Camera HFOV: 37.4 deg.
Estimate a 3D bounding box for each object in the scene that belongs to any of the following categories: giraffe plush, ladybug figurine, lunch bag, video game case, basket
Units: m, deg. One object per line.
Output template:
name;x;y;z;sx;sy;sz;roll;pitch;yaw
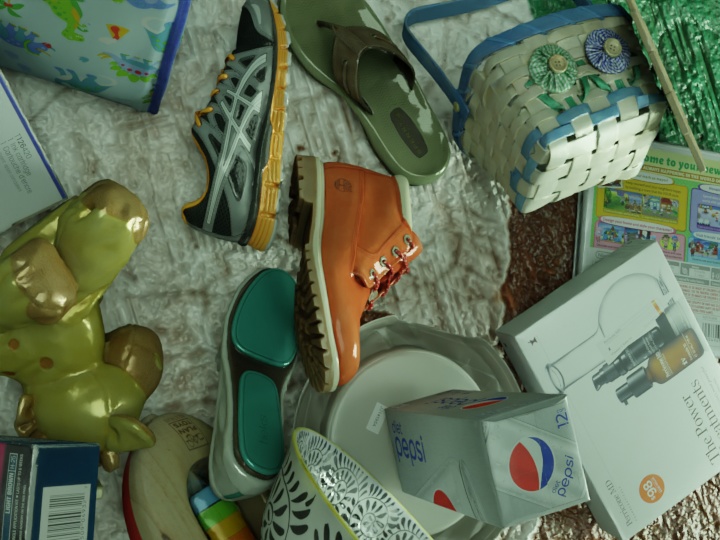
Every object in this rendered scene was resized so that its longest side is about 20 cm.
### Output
giraffe plush;-0.203;0.056;0.748;0.199;0.172;0.163;-38;105;-11
ladybug figurine;-0.112;0.198;0.775;0.072;0.135;0.202;-37;76;25
lunch bag;-0.199;-0.209;0.745;0.167;0.200;0.130;15;81;-13
video game case;0.284;-0.020;0.957;0.196;0.022;0.186;8;83;-14
basket;0.149;-0.163;0.881;0.174;0.140;0.201;-21;57;-18

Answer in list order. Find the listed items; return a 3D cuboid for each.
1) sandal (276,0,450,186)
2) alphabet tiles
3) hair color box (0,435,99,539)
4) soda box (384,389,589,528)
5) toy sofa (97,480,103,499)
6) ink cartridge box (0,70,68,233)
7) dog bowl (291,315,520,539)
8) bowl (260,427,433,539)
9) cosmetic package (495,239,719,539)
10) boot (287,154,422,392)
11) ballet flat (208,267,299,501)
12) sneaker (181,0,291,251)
sandal;0.012;-0.162;0.874;0.080;0.057;0.202;-41;96;-16
alphabet tiles;0.251;-0.164;0.883;0.006;0.200;0.169;-23;92;19
hair color box;-0.265;0.158;0.698;0.060;0.197;0.102;14;76;-58
soda box;0.079;0.123;0.729;0.062;0.200;0.070;-13;89;-17
toy sofa;-0.236;0.246;0.749;0.096;0.083;0.204;4;83;-16
ink cartridge box;-0.332;-0.087;0.718;0.198;0.047;0.200;-31;127;-15
dog bowl;0.035;0.137;0.850;0.196;0.059;0.205;2;83;-16
bowl;-0.005;0.211;0.713;0.094;0.201;0.201;-45;97;1
cosmetic package;0.225;0.099;0.897;0.149;0.052;0.202;-31;99;-9
boot;0.000;0.000;0.813;0.105;0.075;0.203;6;57;-12
ballet flat;-0.086;0.084;0.801;0.068;0.070;0.202;15;44;-14
sneaker;-0.095;-0.119;0.832;0.076;0.078;0.204;5;82;-6
